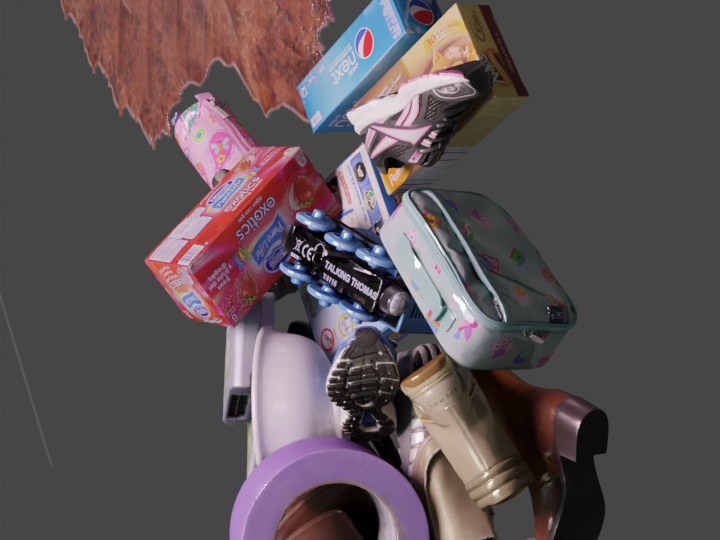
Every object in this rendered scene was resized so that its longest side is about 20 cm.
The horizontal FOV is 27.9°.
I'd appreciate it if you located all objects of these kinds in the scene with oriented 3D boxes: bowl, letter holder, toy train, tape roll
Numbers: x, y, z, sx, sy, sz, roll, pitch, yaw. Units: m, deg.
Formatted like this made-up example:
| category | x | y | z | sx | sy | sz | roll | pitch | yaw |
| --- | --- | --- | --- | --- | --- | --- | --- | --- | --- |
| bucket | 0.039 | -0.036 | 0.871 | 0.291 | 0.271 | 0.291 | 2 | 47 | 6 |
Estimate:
| category | x | y | z | sx | sy | sz | roll | pitch | yaw |
| --- | --- | --- | --- | --- | --- | --- | --- | --- | --- |
| bowl | -0.060 | 0.160 | 1.622 | 0.089 | 0.201 | 0.204 | -4 | 90 | 7 |
| letter holder | -0.041 | 0.298 | 1.680 | 0.143 | 0.100 | 0.200 | 53 | 134 | 8 |
| toy train | 0.000 | 0.000 | 1.534 | 0.199 | 0.114 | 0.088 | 31 | 107 | 44 |
| tape roll | -0.033 | 0.278 | 1.510 | 0.085 | 0.198 | 0.203 | -168 | 77 | -75 |

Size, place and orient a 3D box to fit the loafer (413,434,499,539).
| category | x | y | z | sx | sy | sz | roll | pitch | yaw |
| --- | --- | --- | --- | --- | --- | --- | --- | --- | --- |
| loafer | 0.110 | 0.266 | 1.524 | 0.068 | 0.075 | 0.202 | 11 | 117 | 66 |

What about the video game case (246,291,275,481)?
| category | x | y | z | sx | sy | sz | roll | pitch | yaw |
| --- | --- | --- | --- | --- | --- | --- | --- | --- | --- |
| video game case | -0.122 | 0.156 | 1.762 | 0.183 | 0.022 | 0.202 | 105 | 167 | -60 |

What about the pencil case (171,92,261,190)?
| category | x | y | z | sx | sy | sz | roll | pitch | yaw |
| --- | --- | --- | --- | --- | --- | --- | --- | --- | --- |
| pencil case | -0.164 | -0.142 | 1.848 | 0.200 | 0.087 | 0.088 | 52 | 131 | 38 |

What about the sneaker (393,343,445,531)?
| category | x | y | z | sx | sy | sz | roll | pitch | yaw |
| --- | --- | --- | --- | --- | --- | --- | --- | --- | --- |
| sneaker | 0.062 | 0.184 | 1.608 | 0.115 | 0.074 | 0.203 | -9 | 80 | 60 |

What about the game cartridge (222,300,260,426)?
| category | x | y | z | sx | sy | sz | roll | pitch | yaw |
| --- | --- | --- | --- | --- | --- | --- | --- | --- | --- |
| game cartridge | -0.141 | 0.098 | 1.718 | 0.200 | 0.040 | 0.135 | 112 | 164 | -69 |

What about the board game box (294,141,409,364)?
| category | x | y | z | sx | sy | sz | roll | pitch | yaw |
| --- | --- | --- | --- | --- | --- | --- | --- | --- | --- |
| board game box | 0.002 | -0.012 | 1.668 | 0.196 | 0.055 | 0.202 | -39 | 63 | 47 |

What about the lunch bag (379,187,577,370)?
| category | x | y | z | sx | sy | sz | roll | pitch | yaw |
| --- | --- | --- | --- | --- | --- | --- | --- | --- | --- |
| lunch bag | 0.115 | 0.007 | 1.436 | 0.077 | 0.159 | 0.201 | -52 | 52 | 29 |

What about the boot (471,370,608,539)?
| category | x | y | z | sx | sy | sz | roll | pitch | yaw |
| --- | --- | --- | --- | --- | --- | --- | --- | --- | --- |
| boot | 0.158 | 0.196 | 1.479 | 0.199 | 0.068 | 0.191 | 22 | 116 | 53 |

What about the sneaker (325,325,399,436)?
| category | x | y | z | sx | sy | sz | roll | pitch | yaw |
| --- | --- | --- | --- | --- | --- | --- | --- | --- | --- |
| sneaker | 0.002 | 0.102 | 1.523 | 0.201 | 0.078 | 0.090 | 90 | 177 | -63 |

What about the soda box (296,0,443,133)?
| category | x | y | z | sx | sy | sz | roll | pitch | yaw |
| --- | --- | --- | --- | --- | --- | --- | --- | --- | --- |
| soda box | 0.012 | -0.234 | 1.627 | 0.200 | 0.067 | 0.065 | -41 | 63 | 46 |

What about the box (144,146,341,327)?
| category | x | y | z | sx | sy | sz | roll | pitch | yaw |
| --- | --- | --- | --- | --- | --- | --- | --- | --- | --- |
| box | -0.130 | -0.041 | 1.624 | 0.099 | 0.200 | 0.096 | 7 | 139 | 51 |

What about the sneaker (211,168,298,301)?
| category | x | y | z | sx | sy | sz | roll | pitch | yaw |
| --- | --- | --- | --- | --- | --- | --- | --- | --- | --- |
| sneaker | -0.138 | -0.032 | 1.749 | 0.075 | 0.079 | 0.201 | 49 | 168 | 53 |

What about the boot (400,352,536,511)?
| category | x | y | z | sx | sy | sz | roll | pitch | yaw |
| --- | --- | --- | --- | --- | --- | --- | --- | --- | --- |
| boot | 0.109 | 0.158 | 1.442 | 0.072 | 0.200 | 0.156 | -34 | 84 | 2 |

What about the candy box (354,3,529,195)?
| category | x | y | z | sx | sy | sz | roll | pitch | yaw |
| --- | --- | --- | --- | --- | --- | --- | --- | --- | --- |
| candy box | 0.082 | -0.180 | 1.551 | 0.200 | 0.055 | 0.116 | -41 | 62 | 46 |

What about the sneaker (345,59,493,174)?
| category | x | y | z | sx | sy | sz | roll | pitch | yaw |
| --- | --- | --- | --- | --- | --- | --- | --- | --- | --- |
| sneaker | 0.071 | -0.152 | 1.481 | 0.199 | 0.080 | 0.087 | -17 | 94 | 57 |

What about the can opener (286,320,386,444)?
| category | x | y | z | sx | sy | sz | roll | pitch | yaw |
| --- | --- | --- | --- | --- | --- | --- | --- | --- | --- |
| can opener | -0.036 | 0.129 | 1.730 | 0.200 | 0.053 | 0.068 | 38 | 125 | 43 |
